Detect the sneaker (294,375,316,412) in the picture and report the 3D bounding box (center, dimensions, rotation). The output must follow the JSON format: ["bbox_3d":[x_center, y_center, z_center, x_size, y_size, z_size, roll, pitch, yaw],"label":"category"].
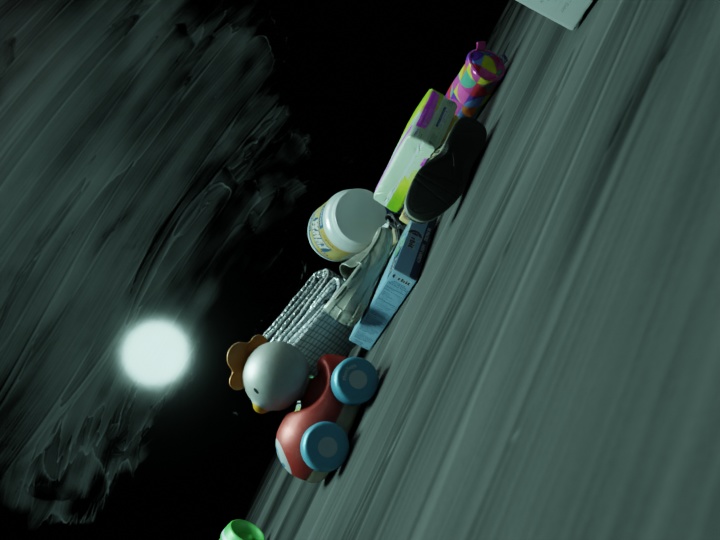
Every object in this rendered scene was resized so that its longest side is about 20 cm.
[{"bbox_3d":[-0.088,0.273,1.155,0.085,0.078,0.201,-77,4,-53],"label":"sneaker"}]

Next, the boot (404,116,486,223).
[{"bbox_3d":[0.121,-0.131,0.994,0.204,0.073,0.154,-57,-2,-23],"label":"boot"}]

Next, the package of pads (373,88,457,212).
[{"bbox_3d":[0.102,-0.229,1.188,0.155,0.068,0.200,-65,5,-35],"label":"package of pads"}]

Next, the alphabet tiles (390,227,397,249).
[{"bbox_3d":[0.026,0.015,1.307,0.200,0.008,0.168,-54,25,31],"label":"alphabet tiles"}]

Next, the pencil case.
[{"bbox_3d":[0.221,-0.363,1.264,0.089,0.088,0.200,-64,3,-28],"label":"pencil case"}]

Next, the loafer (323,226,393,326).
[{"bbox_3d":[0.000,0.000,1.059,0.201,0.070,0.070,-65,3,-32],"label":"loafer"}]

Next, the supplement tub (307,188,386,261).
[{"bbox_3d":[-0.031,-0.104,1.427,0.145,0.144,0.200,-63,13,-16],"label":"supplement tub"}]

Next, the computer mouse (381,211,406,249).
[{"bbox_3d":[0.029,-0.030,1.269,0.200,0.046,0.141,-58,25,23],"label":"computer mouse"}]

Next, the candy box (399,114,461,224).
[{"bbox_3d":[0.150,-0.188,1.198,0.201,0.056,0.117,-65,4,-27],"label":"candy box"}]

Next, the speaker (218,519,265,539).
[{"bbox_3d":[-0.251,0.563,1.132,0.201,0.088,0.088,-62,2,3],"label":"speaker"}]

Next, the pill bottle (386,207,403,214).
[{"bbox_3d":[0.094,-0.166,1.444,0.200,0.112,0.112,-60,4,45],"label":"pill bottle"}]

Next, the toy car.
[{"bbox_3d":[-0.103,0.175,0.862,0.177,0.199,0.184,-63,2,-22],"label":"toy car"}]

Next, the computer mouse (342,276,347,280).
[{"bbox_3d":[0.018,-0.036,1.554,0.200,0.053,0.139,-38,-11,-30],"label":"computer mouse"}]

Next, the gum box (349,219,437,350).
[{"bbox_3d":[0.056,0.015,1.069,0.200,0.044,0.170,-60,4,45],"label":"gum box"}]

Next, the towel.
[{"bbox_3d":[-0.074,0.107,1.167,0.200,0.086,0.166,-50,-37,0],"label":"towel"}]

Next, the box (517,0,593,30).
[{"bbox_3d":[0.199,-0.395,0.682,0.107,0.199,0.152,-65,4,-35],"label":"box"}]
